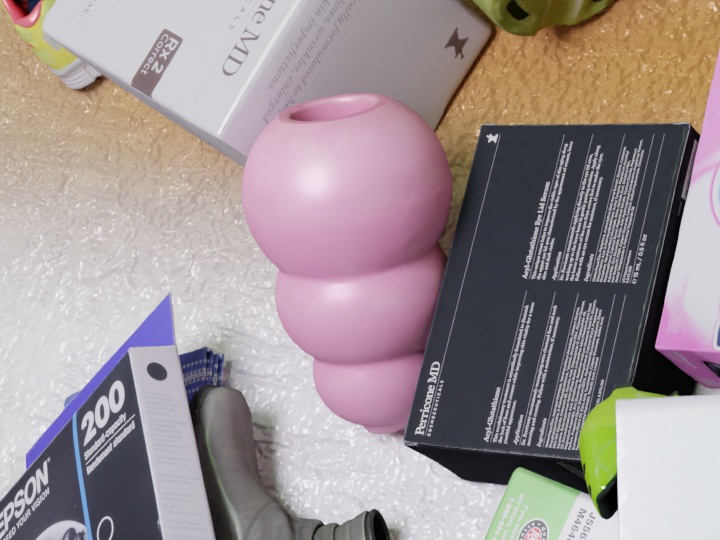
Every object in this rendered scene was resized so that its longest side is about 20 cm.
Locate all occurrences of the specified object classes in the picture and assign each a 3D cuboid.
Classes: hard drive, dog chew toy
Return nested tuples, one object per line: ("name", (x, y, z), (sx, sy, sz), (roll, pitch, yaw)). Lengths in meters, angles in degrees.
("hard drive", (0.222, 0.122, 1.014), (0.199, 0.027, 0.133), (-4, 74, 16))
("dog chew toy", (0.000, 0.000, 1.270), (0.124, 0.124, 0.201), (4, 112, 37))

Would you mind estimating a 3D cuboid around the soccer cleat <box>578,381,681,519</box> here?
("soccer cleat", (0.211, 0.101, 1.088), (0.199, 0.068, 0.081), (0, 42, 5))

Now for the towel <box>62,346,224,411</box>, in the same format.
("towel", (-0.147, 0.158, 1.387), (0.144, 0.024, 0.201), (-19, 56, 34))

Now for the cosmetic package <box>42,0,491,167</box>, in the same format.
("cosmetic package", (-0.060, -0.155, 1.386), (0.200, 0.165, 0.165), (31, 89, 41))

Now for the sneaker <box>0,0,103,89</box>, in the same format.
("sneaker", (-0.238, -0.230, 1.603), (0.078, 0.090, 0.200), (-38, 49, 16))

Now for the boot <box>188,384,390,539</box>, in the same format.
("boot", (-0.039, 0.159, 1.290), (0.130, 0.068, 0.201), (-13, 68, 25))

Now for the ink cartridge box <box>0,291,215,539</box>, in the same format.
("ink cartridge box", (-0.169, 0.142, 1.338), (0.198, 0.043, 0.201), (-47, 41, 35))

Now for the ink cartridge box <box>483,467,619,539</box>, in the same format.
("ink cartridge box", (0.147, 0.207, 1.108), (0.200, 0.084, 0.146), (18, 80, 40))

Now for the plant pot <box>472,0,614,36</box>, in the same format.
("plant pot", (0.091, -0.253, 1.329), (0.200, 0.200, 0.185), (-39, 62, 13))

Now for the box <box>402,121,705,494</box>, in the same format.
("box", (0.121, 0.021, 1.225), (0.141, 0.079, 0.201), (4, 71, 34))

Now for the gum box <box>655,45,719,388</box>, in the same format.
("gum box", (0.240, -0.027, 1.169), (0.113, 0.066, 0.201), (1, 69, 38))
